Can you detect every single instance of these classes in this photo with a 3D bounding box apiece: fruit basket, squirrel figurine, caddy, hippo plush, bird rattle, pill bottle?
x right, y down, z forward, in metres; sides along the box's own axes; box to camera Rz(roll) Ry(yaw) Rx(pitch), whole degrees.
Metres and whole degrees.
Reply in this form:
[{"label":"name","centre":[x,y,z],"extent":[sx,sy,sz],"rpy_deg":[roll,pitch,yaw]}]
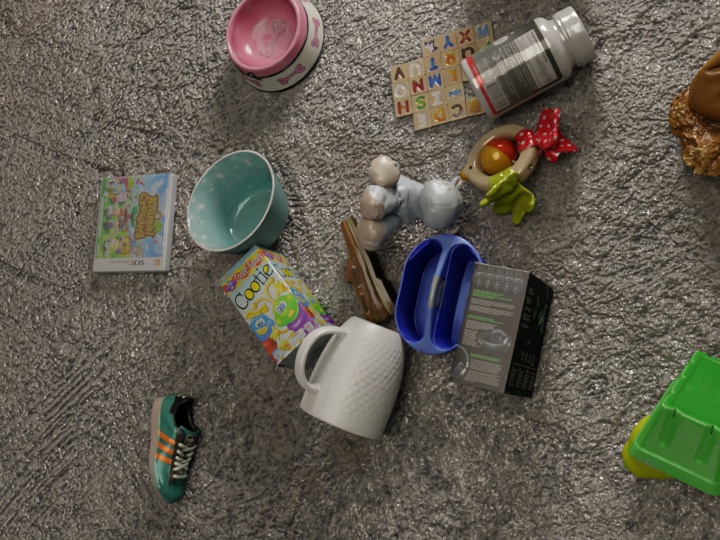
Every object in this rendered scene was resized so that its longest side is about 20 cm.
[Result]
[{"label":"fruit basket","centre":[0.465,0.242,1.319],"extent":[0.155,0.216,0.216],"rpy_deg":[24,91,27]},{"label":"squirrel figurine","centre":[0.573,-0.225,1.383],"extent":[0.200,0.141,0.187],"rpy_deg":[-45,76,26]},{"label":"caddy","centre":[0.136,0.042,1.528],"extent":[0.141,0.105,0.200],"rpy_deg":[10,85,25]},{"label":"hippo plush","centre":[0.088,-0.097,1.555],"extent":[0.160,0.200,0.160],"rpy_deg":[14,91,7]},{"label":"bird rattle","centre":[0.249,-0.189,1.527],"extent":[0.163,0.113,0.200],"rpy_deg":[28,90,44]},{"label":"pill bottle","centre":[0.278,-0.346,1.528],"extent":[0.200,0.114,0.114],"rpy_deg":[-28,71,13]}]

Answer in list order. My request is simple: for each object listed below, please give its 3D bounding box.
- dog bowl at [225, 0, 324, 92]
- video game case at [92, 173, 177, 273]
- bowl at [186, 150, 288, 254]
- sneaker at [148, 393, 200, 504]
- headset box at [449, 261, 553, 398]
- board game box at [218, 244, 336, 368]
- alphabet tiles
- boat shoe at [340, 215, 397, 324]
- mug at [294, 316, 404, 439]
[{"label":"dog bowl","centre":[-0.173,-0.451,1.776],"extent":[0.200,0.074,0.201],"rpy_deg":[-4,79,23]},{"label":"video game case","centre":[-0.459,-0.094,1.869],"extent":[0.182,0.022,0.201],"rpy_deg":[-1,80,24]},{"label":"bowl","centre":[-0.212,-0.109,1.701],"extent":[0.200,0.105,0.201],"rpy_deg":[-14,62,27]},{"label":"sneaker","centre":[-0.342,0.329,1.712],"extent":[0.080,0.071,0.200],"rpy_deg":[-13,74,26]},{"label":"headset box","centre":[0.226,0.090,1.441],"extent":[0.093,0.174,0.200],"rpy_deg":[11,86,25]},{"label":"board game box","centre":[-0.145,0.066,1.653],"extent":[0.105,0.103,0.200],"rpy_deg":[-43,67,11]},{"label":"alphabet tiles","centre":[0.150,-0.343,1.647],"extent":[0.200,0.008,0.168],"rpy_deg":[-12,76,22]},{"label":"boat shoe","centre":[0.000,0.000,1.617],"extent":[0.068,0.072,0.200],"rpy_deg":[-30,69,17]},{"label":"mug","centre":[-0.022,0.165,1.530],"extent":[0.148,0.200,0.176],"rpy_deg":[18,86,57]}]
